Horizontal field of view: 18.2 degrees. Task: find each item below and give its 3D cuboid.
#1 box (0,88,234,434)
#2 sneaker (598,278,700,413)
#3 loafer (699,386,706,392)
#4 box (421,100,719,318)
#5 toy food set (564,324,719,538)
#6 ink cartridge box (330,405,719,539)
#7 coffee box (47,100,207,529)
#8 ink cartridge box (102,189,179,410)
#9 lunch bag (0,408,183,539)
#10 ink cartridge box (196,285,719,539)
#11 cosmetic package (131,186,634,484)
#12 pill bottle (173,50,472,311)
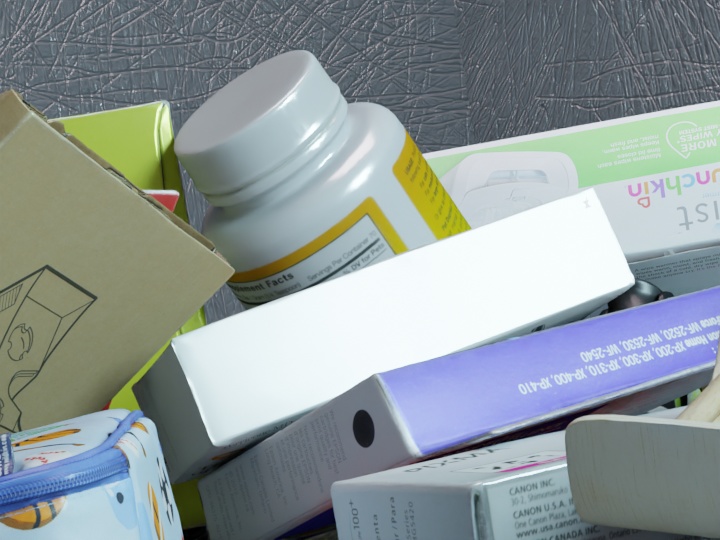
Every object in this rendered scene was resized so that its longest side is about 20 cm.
[{"bbox_3d":[-0.154,0.039,0.849,0.200,0.021,0.163,-47,-31,2],"label":"box"},{"bbox_3d":[0.128,0.047,1.110,0.071,0.084,0.200,-10,0,15],"label":"sneaker"},{"bbox_3d":[0.204,0.051,0.969,0.072,0.073,0.200,-42,8,-2],"label":"loafer"},{"bbox_3d":[0.135,0.005,1.262,0.198,0.097,0.177,-10,-34,12],"label":"box"},{"bbox_3d":[0.152,0.031,0.639,0.142,0.061,0.200,4,11,21],"label":"toy food set"},{"bbox_3d":[0.078,0.076,0.789,0.199,0.044,0.173,-9,1,-30],"label":"ink cartridge box"},{"bbox_3d":[-0.180,0.038,1.101,0.198,0.202,0.198,-10,0,-10],"label":"coffee box"},{"bbox_3d":[-0.174,0.052,0.903,0.175,0.201,0.045,3,38,-25],"label":"ink cartridge box"},{"bbox_3d":[-0.142,0.097,0.734,0.159,0.076,0.200,-12,-1,2],"label":"lunch bag"},{"bbox_3d":[0.062,0.053,0.895,0.197,0.044,0.200,-13,-10,-37],"label":"ink cartridge box"},{"bbox_3d":[0.010,0.028,0.941,0.199,0.051,0.083,-20,-11,-21],"label":"cosmetic package"},{"bbox_3d":[0.000,0.000,1.046,0.109,0.201,0.109,-30,22,13],"label":"pill bottle"}]
